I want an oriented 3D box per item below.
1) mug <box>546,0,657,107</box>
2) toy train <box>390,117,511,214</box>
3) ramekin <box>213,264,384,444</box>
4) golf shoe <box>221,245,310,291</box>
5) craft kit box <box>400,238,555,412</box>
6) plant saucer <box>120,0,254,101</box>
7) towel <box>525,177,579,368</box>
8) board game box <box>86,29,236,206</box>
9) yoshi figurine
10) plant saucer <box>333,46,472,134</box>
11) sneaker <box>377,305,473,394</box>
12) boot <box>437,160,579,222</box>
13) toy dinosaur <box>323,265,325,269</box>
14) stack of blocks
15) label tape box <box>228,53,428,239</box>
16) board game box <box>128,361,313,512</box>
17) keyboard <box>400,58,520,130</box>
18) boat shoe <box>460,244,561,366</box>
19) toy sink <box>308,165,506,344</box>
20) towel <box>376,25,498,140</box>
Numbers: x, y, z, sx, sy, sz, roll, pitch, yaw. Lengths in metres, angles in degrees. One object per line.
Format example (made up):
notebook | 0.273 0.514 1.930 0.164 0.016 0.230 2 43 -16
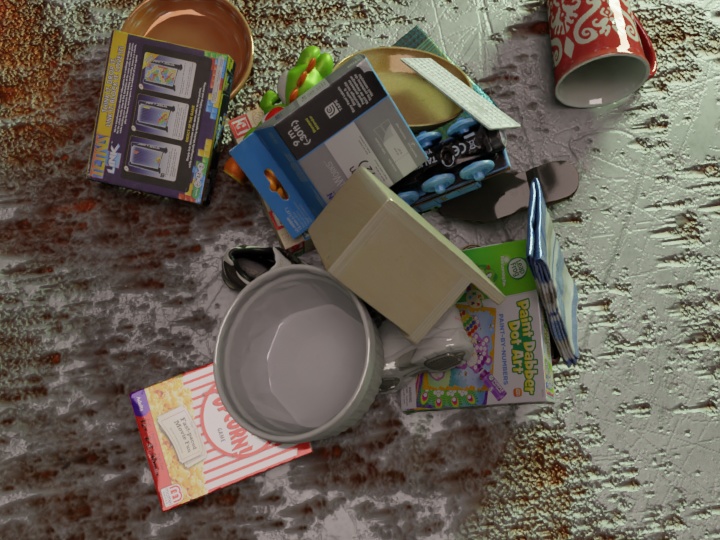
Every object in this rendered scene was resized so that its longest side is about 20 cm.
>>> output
mug | 0.342 -0.354 1.128 0.132 0.177 0.204 -17 68 30
toy train | 0.104 -0.134 1.018 0.197 0.114 0.088 -21 77 18
ramekin | -0.064 0.105 0.906 0.196 0.105 0.204 -7 71 19
golf shoe | -0.090 0.018 1.007 0.196 0.095 0.079 14 74 -1
craft kit box | 0.141 0.075 0.982 0.194 0.048 0.204 -9 74 25
plant saucer | -0.251 -0.311 1.113 0.196 0.038 0.204 1 76 -2
towel | 0.244 0.005 0.966 0.023 0.201 0.148 -10 41 23
board game box | -0.270 -0.204 1.044 0.162 0.057 0.204 13 95 2
yoshi figurine | -0.093 -0.192 1.012 0.112 0.112 0.202 31 89 -35
plant saucer | 0.055 -0.242 1.058 0.196 0.036 0.202 3 45 -3
sneaker | 0.046 0.092 0.975 0.197 0.078 0.101 -20 56 20
boot | 0.204 -0.102 1.073 0.196 0.075 0.075 -7 81 14
toy dinosaur | 0.000 0.000 1.011 0.099 0.058 0.204 -5 87 -18
stack of blocks | -0.091 -0.132 1.063 0.114 0.059 0.203 -24 78 -9
label tape box | -0.039 -0.140 0.925 0.199 0.066 0.144 -35 112 3
board game box | -0.176 0.196 0.980 0.197 0.046 0.154 -20 77 -8
keyboard | 0.127 -0.235 1.008 0.056 0.011 0.200 -4 39 -37
boat shoe | 0.199 0.044 1.025 0.071 0.072 0.202 -30 79 -10
toy sink | 0.050 -0.004 0.894 0.199 0.131 0.112 37 100 -26
towel | 0.099 -0.248 1.123 0.146 0.022 0.200 -40 79 -13
